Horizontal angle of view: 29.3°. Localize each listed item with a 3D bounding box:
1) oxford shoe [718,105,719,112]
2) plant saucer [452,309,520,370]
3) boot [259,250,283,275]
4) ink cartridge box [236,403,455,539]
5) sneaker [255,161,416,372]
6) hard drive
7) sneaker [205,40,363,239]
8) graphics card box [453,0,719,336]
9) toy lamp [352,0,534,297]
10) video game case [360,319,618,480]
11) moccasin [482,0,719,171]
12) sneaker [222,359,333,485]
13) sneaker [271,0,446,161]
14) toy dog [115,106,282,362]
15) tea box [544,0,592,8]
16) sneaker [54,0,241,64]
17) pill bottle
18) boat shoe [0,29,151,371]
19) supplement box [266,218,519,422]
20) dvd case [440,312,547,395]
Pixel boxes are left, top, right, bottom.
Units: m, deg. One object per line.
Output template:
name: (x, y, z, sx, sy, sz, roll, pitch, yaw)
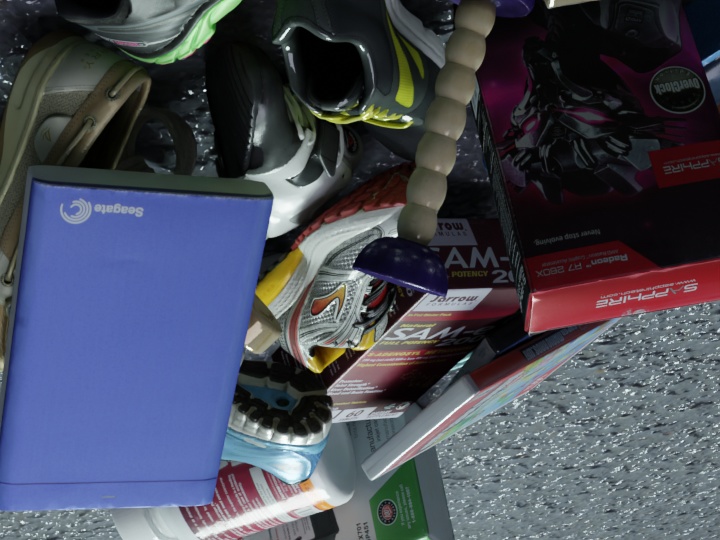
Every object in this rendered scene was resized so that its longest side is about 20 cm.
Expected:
oxford shoe: (0.226, -0.088, 0.913, 0.199, 0.072, 0.071, -25, 119, 25)
plant saucer: (0.049, 0.041, 1.096, 0.198, 0.028, 0.201, -9, 152, -5)
boot: (-0.142, 0.016, 0.948, 0.199, 0.090, 0.073, -29, 158, -33)
ink cartridge box: (-0.027, 0.213, 1.248, 0.198, 0.148, 0.083, -22, 149, 16)
sneaker: (0.000, 0.000, 0.873, 0.078, 0.082, 0.200, -38, 176, -36)
hard drive: (-0.130, 0.043, 0.767, 0.131, 0.025, 0.202, 2, 116, -24)
sneaker: (-0.042, -0.081, 0.809, 0.088, 0.075, 0.200, -15, 163, -8)
graphics card box: (0.128, -0.074, 0.742, 0.124, 0.202, 0.051, -10, 152, -1)
toy lamp: (0.047, -0.090, 0.707, 0.058, 0.202, 0.058, 18, 177, 1)
video game case: (0.104, 0.086, 1.036, 0.199, 0.018, 0.143, -23, 163, -44)
moccasin: (0.171, -0.094, 0.841, 0.199, 0.081, 0.068, -25, 137, 25)
sneaker: (-0.113, 0.100, 0.993, 0.078, 0.199, 0.091, -42, 147, -42)
sneaker: (-0.005, -0.108, 0.739, 0.074, 0.085, 0.200, 2, 152, 25)
toy dog: (-0.134, 0.004, 0.857, 0.131, 0.202, 0.096, -24, -176, -2)
tea box: (0.158, -0.231, 0.545, 0.194, 0.135, 0.201, -10, 151, -4)
sneaker: (-0.079, -0.165, 0.637, 0.083, 0.077, 0.200, 8, 145, -38)
pill bottle: (-0.112, 0.175, 1.189, 0.198, 0.111, 0.110, -20, 150, 15)
boat shoe: (-0.169, -0.027, 0.759, 0.073, 0.063, 0.202, -20, 133, -67)
supplement box: (0.028, 0.039, 0.981, 0.108, 0.061, 0.200, -2, 149, -36)
dvd case: (0.133, 0.050, 1.060, 0.142, 0.018, 0.200, -31, 167, -18)
